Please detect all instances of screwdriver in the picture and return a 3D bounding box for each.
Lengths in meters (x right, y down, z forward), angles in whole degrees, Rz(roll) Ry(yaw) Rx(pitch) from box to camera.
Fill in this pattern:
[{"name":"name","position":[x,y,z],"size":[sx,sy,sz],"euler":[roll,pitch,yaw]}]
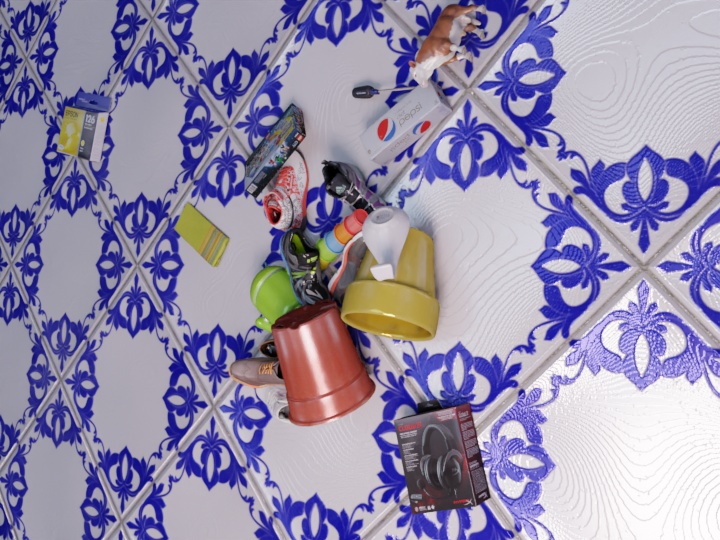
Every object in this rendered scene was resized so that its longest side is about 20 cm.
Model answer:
[{"name":"screwdriver","position":[0.050,-0.388,1.435],"size":[0.197,0.027,0.030],"euler":[19,92,47]}]

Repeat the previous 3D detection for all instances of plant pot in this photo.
[{"name":"plant pot","position":[0.070,0.022,1.321],"size":[0.196,0.200,0.195],"euler":[0,71,33]},{"name":"plant pot","position":[-0.087,0.180,1.361],"size":[0.196,0.200,0.201],"euler":[-10,104,32]}]

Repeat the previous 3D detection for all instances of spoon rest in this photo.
[{"name":"spoon rest","position":[0.046,-0.051,1.244],"size":[0.096,0.062,0.203],"euler":[-10,40,13]}]

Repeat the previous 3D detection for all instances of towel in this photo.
[{"name":"towel","position":[-0.425,-0.097,1.761],"size":[0.199,0.018,0.087],"euler":[38,102,31]}]

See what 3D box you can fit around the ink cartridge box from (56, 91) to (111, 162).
[{"name":"ink cartridge box","position":[-0.873,-0.458,2.077],"size":[0.193,0.046,0.207],"euler":[16,97,35]}]

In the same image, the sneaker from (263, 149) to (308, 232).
[{"name":"sneaker","position":[-0.177,-0.193,1.545],"size":[0.066,0.107,0.209],"euler":[-6,82,32]}]

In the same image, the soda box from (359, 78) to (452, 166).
[{"name":"soda box","position":[0.094,-0.312,1.399],"size":[0.198,0.063,0.070],"euler":[-35,67,26]}]

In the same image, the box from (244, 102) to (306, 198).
[{"name":"box","position":[-0.207,-0.288,1.577],"size":[0.200,0.037,0.138],"euler":[-46,31,23]}]

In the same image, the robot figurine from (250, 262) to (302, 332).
[{"name":"robot figurine","position":[-0.177,0.069,1.519],"size":[0.199,0.114,0.179],"euler":[38,105,30]}]

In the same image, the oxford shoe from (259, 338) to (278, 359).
[{"name":"oxford shoe","position":[-0.151,0.188,1.519],"size":[0.195,0.071,0.074],"euler":[-6,81,32]}]

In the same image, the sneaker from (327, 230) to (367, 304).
[{"name":"sneaker","position":[0.000,0.000,1.420],"size":[0.082,0.076,0.203],"euler":[48,131,27]}]

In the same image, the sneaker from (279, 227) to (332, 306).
[{"name":"sneaker","position":[-0.118,-0.001,1.441],"size":[0.204,0.069,0.083],"euler":[65,148,11]}]

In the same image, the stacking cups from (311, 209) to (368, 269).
[{"name":"stacking cups","position":[-0.044,-0.070,1.438],"size":[0.199,0.059,0.062],"euler":[-37,66,46]}]

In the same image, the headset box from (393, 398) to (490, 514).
[{"name":"headset box","position":[0.156,0.359,1.293],"size":[0.146,0.076,0.207],"euler":[-18,78,31]}]

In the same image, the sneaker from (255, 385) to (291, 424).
[{"name":"sneaker","position":[-0.179,0.296,1.511],"size":[0.196,0.098,0.077],"euler":[19,99,35]}]

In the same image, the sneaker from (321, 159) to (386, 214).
[{"name":"sneaker","position":[-0.024,-0.161,1.419],"size":[0.078,0.138,0.201],"euler":[-48,62,19]}]

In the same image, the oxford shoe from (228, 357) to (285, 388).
[{"name":"oxford shoe","position":[-0.205,0.223,1.488],"size":[0.193,0.073,0.073],"euler":[3,63,2]}]

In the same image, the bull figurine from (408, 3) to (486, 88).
[{"name":"bull figurine","position":[0.176,-0.458,1.324],"size":[0.118,0.065,0.204],"euler":[13,68,30]}]
